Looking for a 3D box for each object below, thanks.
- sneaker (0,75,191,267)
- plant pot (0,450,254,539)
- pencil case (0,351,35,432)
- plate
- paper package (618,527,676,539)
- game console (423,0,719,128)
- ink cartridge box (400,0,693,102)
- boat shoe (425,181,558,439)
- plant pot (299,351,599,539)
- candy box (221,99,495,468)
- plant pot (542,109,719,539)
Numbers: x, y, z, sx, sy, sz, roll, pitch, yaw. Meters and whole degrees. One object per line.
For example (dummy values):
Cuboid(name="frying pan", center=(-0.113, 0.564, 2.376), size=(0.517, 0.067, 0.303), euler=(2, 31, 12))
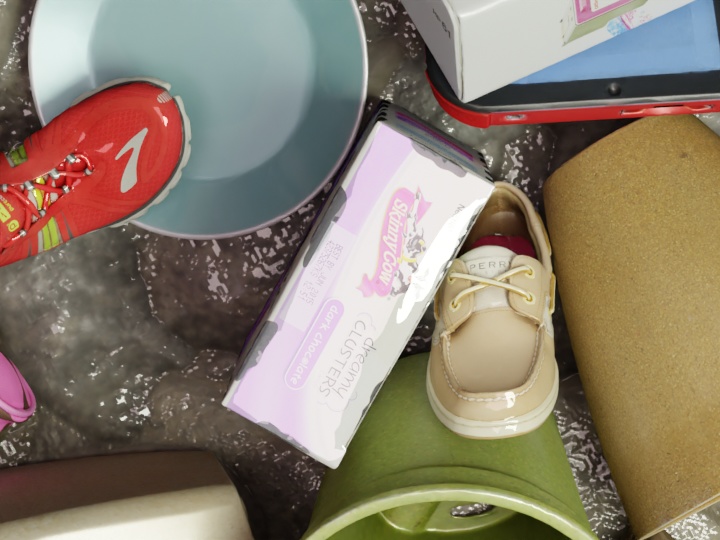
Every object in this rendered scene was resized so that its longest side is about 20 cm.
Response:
Cuboid(name="sneaker", center=(-0.182, -0.038, 1.242), size=(0.200, 0.085, 0.077), euler=(-29, 96, 18))
Cuboid(name="plant pot", center=(-0.137, 0.200, 1.245), size=(0.176, 0.200, 0.201), euler=(-20, 97, -8))
Cuboid(name="pencil case", center=(-0.290, 0.099, 1.274), size=(0.200, 0.094, 0.091), euler=(-34, 96, 6))
Cuboid(name="plate", center=(-0.091, -0.118, 1.264), size=(0.199, 0.026, 0.201), euler=(2, 102, 11))
Cuboid(name="paper package", center=(0.171, 0.281, 1.288), size=(0.200, 0.103, 0.191), euler=(45, 97, -6))
Cuboid(name="game console", center=(0.132, -0.163, 1.224), size=(0.199, 0.031, 0.178), euler=(-3, 67, 1))
Cuboid(name="ink cartridge box", center=(0.106, -0.200, 1.184), size=(0.199, 0.085, 0.145), euler=(-24, 63, -10))
Cuboid(name="boat shoe", center=(0.069, 0.017, 1.201), size=(0.073, 0.200, 0.069), euler=(-4, 119, 4))
Cuboid(name="plant pot", center=(0.048, 0.147, 1.214), size=(0.199, 0.184, 0.201), euler=(1, 121, 2))
Cuboid(name="candy box", center=(0.000, 0.000, 1.203), size=(0.071, 0.200, 0.168), euler=(29, 97, -3))
Cuboid(name="plant pot", center=(0.188, 0.018, 1.229), size=(0.186, 0.186, 0.201), euler=(-28, 78, 4))
